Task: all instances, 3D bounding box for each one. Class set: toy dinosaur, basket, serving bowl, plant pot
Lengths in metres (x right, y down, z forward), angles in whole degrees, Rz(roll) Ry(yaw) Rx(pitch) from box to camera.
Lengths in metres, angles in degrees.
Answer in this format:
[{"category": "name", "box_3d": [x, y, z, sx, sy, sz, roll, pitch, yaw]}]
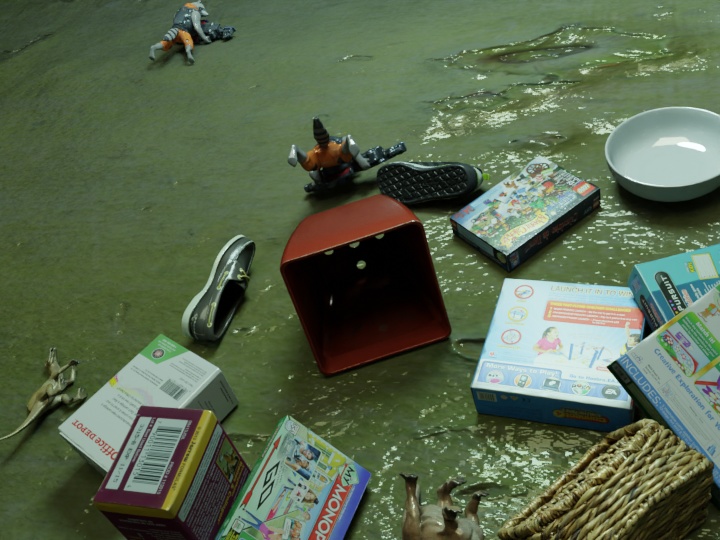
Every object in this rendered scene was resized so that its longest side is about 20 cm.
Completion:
[{"category": "toy dinosaur", "box_3d": [-0.484, 0.197, 1.266, 0.101, 0.058, 0.200, -21, 32, 20]}, {"category": "toy dinosaur", "box_3d": [0.089, 0.308, 0.913, 0.085, 0.136, 0.200, 6, 5, -31]}, {"category": "basket", "box_3d": [0.253, 0.240, 0.869, 0.200, 0.143, 0.149, -34, 45, -16]}, {"category": "serving bowl", "box_3d": [0.486, -0.171, 1.272, 0.199, 0.066, 0.201, -11, 42, 10]}, {"category": "plant pot", "box_3d": [0.000, 0.000, 1.191, 0.199, 0.201, 0.177, -18, 31, 1]}]

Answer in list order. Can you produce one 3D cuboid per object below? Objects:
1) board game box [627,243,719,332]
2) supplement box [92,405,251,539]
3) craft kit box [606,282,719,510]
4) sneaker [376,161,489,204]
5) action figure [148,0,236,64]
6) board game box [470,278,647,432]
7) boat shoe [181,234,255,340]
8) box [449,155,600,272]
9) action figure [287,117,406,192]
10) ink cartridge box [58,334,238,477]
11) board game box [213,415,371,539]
[{"category": "board game box", "box_3d": [0.463, 0.042, 1.022, 0.199, 0.047, 0.152, -14, 58, -6]}, {"category": "supplement box", "box_3d": [-0.204, 0.270, 0.962, 0.103, 0.201, 0.131, -1, 45, 20]}, {"category": "craft kit box", "box_3d": [0.421, 0.131, 0.925, 0.197, 0.049, 0.200, -33, 74, -10]}, {"category": "sneaker", "box_3d": [0.125, -0.152, 1.404, 0.199, 0.072, 0.083, 6, 14, 31]}, {"category": "action figure", "box_3d": [-0.423, -0.605, 2.040, 0.199, 0.105, 0.194, -1, 54, 22]}, {"category": "board game box", "box_3d": [0.266, 0.105, 1.070, 0.199, 0.056, 0.196, 5, 47, 24]}, {"category": "boat shoe", "box_3d": [-0.214, 0.029, 1.321, 0.060, 0.072, 0.202, 11, 57, 24]}, {"category": "box", "box_3d": [0.262, -0.095, 1.295, 0.200, 0.038, 0.136, -35, 44, -16]}, {"category": "action figure", "box_3d": [-0.028, -0.216, 1.432, 0.199, 0.105, 0.193, -22, 1, 7]}, {"category": "ink cartridge box", "box_3d": [-0.298, 0.206, 1.151, 0.144, 0.084, 0.200, 22, 56, 37]}, {"category": "board game box", "box_3d": [-0.082, 0.291, 0.959, 0.029, 0.134, 0.200, -40, 17, 51]}]
